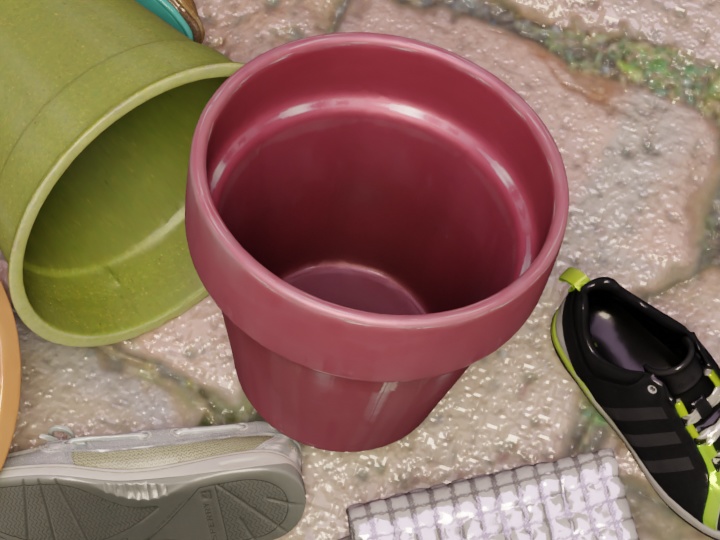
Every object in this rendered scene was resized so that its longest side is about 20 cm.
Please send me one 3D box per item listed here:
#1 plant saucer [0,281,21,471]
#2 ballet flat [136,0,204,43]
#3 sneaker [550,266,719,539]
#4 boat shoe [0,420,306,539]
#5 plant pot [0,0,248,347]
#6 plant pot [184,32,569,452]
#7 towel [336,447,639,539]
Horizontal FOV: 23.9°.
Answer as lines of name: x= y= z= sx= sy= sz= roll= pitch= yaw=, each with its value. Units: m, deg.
plant saucer: x=-0.277 y=0.064 z=0.954 sx=0.199 sy=0.037 sz=0.202 roll=-4 pitch=81 yaw=29
ballet flat: x=-0.181 y=-0.204 z=1.103 sx=0.199 sy=0.068 sz=0.073 roll=19 pitch=51 yaw=12
sneaker: x=0.181 y=0.079 z=0.974 sx=0.072 sy=0.083 sz=0.200 roll=-43 pitch=75 yaw=-14
boat shoe: x=-0.132 y=0.122 z=0.972 sx=0.200 sy=0.075 sz=0.065 roll=-7 pitch=32 yaw=0
plant pot: x=-0.165 y=-0.093 z=1.002 sx=0.200 sy=0.201 sz=0.190 roll=-36 pitch=60 yaw=-13
plant pot: x=0.000 y=0.000 z=0.939 sx=0.198 sy=0.180 sz=0.201 roll=5 pitch=53 yaw=-6
towel: x=0.082 y=0.212 z=0.926 sx=0.164 sy=0.086 sz=0.201 roll=-14 pitch=71 yaw=-3
